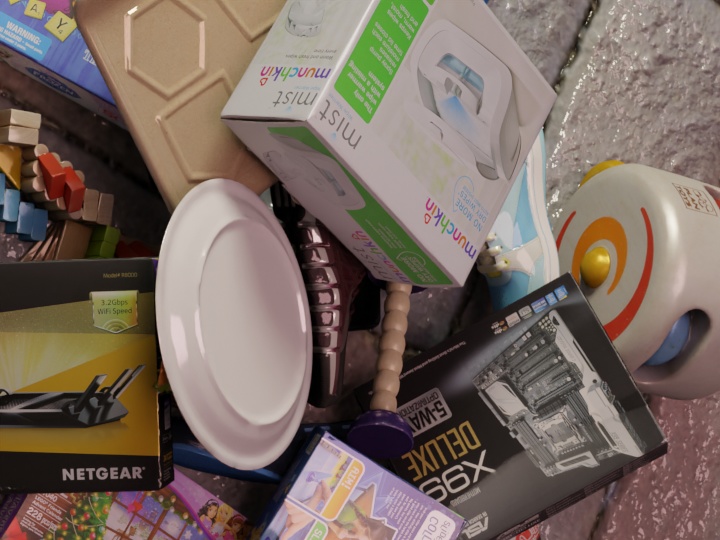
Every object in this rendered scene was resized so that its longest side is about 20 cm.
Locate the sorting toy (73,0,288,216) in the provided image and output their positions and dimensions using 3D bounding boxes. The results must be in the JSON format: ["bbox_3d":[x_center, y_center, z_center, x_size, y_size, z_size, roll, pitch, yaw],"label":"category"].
[{"bbox_3d":[-0.098,-0.146,1.338,0.185,0.036,0.201,-39,121,-30],"label":"sorting toy"}]

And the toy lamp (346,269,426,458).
[{"bbox_3d":[0.026,0.046,1.490,0.058,0.058,0.201,29,49,-29],"label":"toy lamp"}]

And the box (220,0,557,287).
[{"bbox_3d":[0.023,-0.116,1.362,0.200,0.096,0.177,46,62,-38],"label":"box"}]

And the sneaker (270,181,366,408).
[{"bbox_3d":[0.000,0.000,1.451,0.115,0.076,0.201,-9,101,-28],"label":"sneaker"}]

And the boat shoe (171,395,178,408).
[{"bbox_3d":[-0.169,0.074,1.367,0.202,0.075,0.075,23,60,1],"label":"boat shoe"}]

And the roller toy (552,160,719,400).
[{"bbox_3d":[0.241,0.007,1.595,0.139,0.182,0.201,14,82,-31],"label":"roller toy"}]

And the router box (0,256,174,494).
[{"bbox_3d":[-0.230,0.072,1.307,0.199,0.052,0.158,-3,91,5],"label":"router box"}]

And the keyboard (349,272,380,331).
[{"bbox_3d":[-0.026,-0.051,1.521,0.104,0.039,0.201,-2,91,-54],"label":"keyboard"}]

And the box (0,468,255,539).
[{"bbox_3d":[-0.173,0.207,1.413,0.200,0.039,0.137,38,70,-27],"label":"box"}]

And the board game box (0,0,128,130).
[{"bbox_3d":[-0.157,-0.208,1.386,0.199,0.041,0.200,28,74,-7],"label":"board game box"}]

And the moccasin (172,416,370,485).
[{"bbox_3d":[-0.075,0.127,1.466,0.200,0.080,0.069,17,75,-46],"label":"moccasin"}]

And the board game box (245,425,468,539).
[{"bbox_3d":[-0.028,0.236,1.422,0.135,0.034,0.200,34,85,-14],"label":"board game box"}]

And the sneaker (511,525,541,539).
[{"bbox_3d":[0.058,0.217,1.547,0.201,0.067,0.108,-21,100,-34],"label":"sneaker"}]

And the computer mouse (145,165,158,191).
[{"bbox_3d":[-0.126,-0.046,1.438,0.034,0.058,0.201,-20,102,-47],"label":"computer mouse"}]

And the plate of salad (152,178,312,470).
[{"bbox_3d":[-0.091,0.038,1.315,0.200,0.048,0.201,28,57,-57],"label":"plate of salad"}]

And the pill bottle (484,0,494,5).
[{"bbox_3d":[0.045,-0.238,1.513,0.200,0.112,0.113,-34,107,-27],"label":"pill bottle"}]

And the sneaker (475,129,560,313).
[{"bbox_3d":[0.089,-0.035,1.562,0.130,0.079,0.201,-1,81,-34],"label":"sneaker"}]

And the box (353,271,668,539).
[{"bbox_3d":[0.117,0.119,1.504,0.199,0.050,0.158,-28,71,0],"label":"box"}]

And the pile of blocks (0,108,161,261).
[{"bbox_3d":[-0.216,-0.038,1.374,0.200,0.062,0.082,46,67,-23],"label":"pile of blocks"}]
